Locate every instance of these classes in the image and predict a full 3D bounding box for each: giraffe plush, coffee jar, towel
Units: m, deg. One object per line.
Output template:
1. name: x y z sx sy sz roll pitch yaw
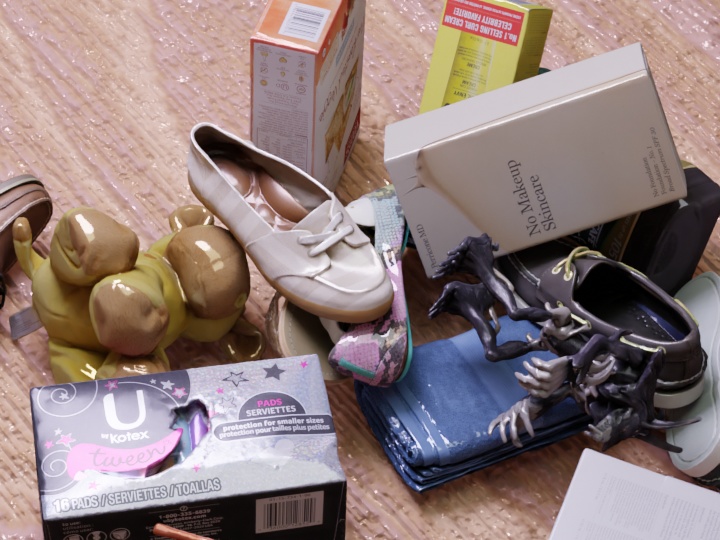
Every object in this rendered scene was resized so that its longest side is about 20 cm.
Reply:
1. giraffe plush: -0.146 0.022 1.718 0.161 0.174 0.199 -14 13 -29
2. coffee jar: 0.182 -0.065 1.818 0.199 0.105 0.085 36 31 28
3. towel: 0.103 0.085 1.716 0.199 0.049 0.112 -19 50 -18

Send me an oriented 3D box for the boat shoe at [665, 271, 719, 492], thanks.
1. boat shoe: 0.256 0.085 1.717 0.060 0.075 0.201 36 39 -24

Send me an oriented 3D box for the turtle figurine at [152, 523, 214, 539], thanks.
1. turtle figurine: -0.078 0.265 1.518 0.199 0.064 0.162 37 54 -16

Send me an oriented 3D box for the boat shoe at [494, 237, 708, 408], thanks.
1. boat shoe: 0.172 0.018 1.702 0.071 0.061 0.201 -30 49 -27

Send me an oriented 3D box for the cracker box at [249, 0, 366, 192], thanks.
1. cracker box: -0.040 -0.138 1.814 0.057 0.201 0.135 14 48 9

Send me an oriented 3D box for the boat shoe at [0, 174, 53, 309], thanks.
1. boat shoe: -0.292 0.012 1.759 0.068 0.072 0.200 34 66 26

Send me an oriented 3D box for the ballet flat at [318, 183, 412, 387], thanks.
1. ballet flat: 0.000 0.000 1.718 0.071 0.069 0.201 18 41 -16

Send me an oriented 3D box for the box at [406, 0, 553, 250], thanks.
1. box: 0.084 -0.109 1.796 0.075 0.202 0.050 20 13 23

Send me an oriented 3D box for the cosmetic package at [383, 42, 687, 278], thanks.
1. cosmetic package: 0.126 -0.079 1.716 0.198 0.104 0.073 -19 23 10

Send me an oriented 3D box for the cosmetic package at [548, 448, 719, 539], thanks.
1. cosmetic package: 0.181 0.220 1.496 0.150 0.052 0.201 17 47 13

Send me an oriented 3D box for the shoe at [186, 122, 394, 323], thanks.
1. shoe: -0.054 -0.035 1.675 0.070 0.054 0.200 -38 61 -25

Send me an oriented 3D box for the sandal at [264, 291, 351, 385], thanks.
1. sandal: -0.035 0.037 1.754 0.078 0.069 0.212 45 31 -13

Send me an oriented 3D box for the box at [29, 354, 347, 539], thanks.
1. box: -0.116 0.145 1.593 0.198 0.133 0.115 -7 49 -9

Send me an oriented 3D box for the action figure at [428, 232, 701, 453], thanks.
1. action figure: 0.131 0.070 1.626 0.200 0.119 0.102 39 55 16
